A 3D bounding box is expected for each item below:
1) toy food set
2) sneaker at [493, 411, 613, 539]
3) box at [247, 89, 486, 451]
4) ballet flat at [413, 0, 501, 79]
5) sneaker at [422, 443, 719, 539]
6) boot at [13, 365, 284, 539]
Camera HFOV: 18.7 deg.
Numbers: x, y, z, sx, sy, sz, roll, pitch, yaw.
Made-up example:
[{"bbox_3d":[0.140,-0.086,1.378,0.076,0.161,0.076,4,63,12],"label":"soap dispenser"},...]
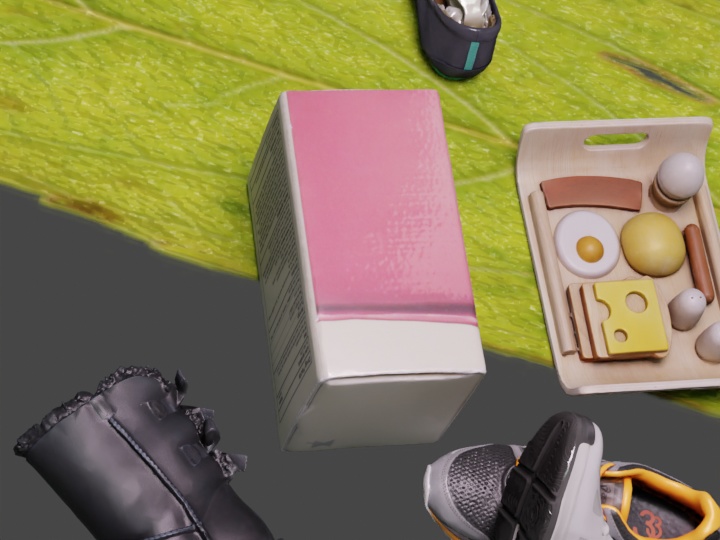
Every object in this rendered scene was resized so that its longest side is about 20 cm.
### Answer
[{"bbox_3d":[0.194,-0.010,1.489,0.143,0.060,0.201,-3,65,-15],"label":"toy food set"},{"bbox_3d":[0.143,0.187,1.343,0.115,0.076,0.202,9,102,-17],"label":"sneaker"},{"bbox_3d":[0.000,0.000,1.398,0.108,0.128,0.201,-2,66,-15],"label":"box"},{"bbox_3d":[0.059,-0.234,1.559,0.073,0.073,0.201,-6,66,-16],"label":"ballet flat"},{"bbox_3d":[0.138,0.147,1.392,0.199,0.077,0.079,10,64,-7],"label":"sneaker"},{"bbox_3d":[-0.149,0.158,1.318,0.198,0.073,0.163,-31,77,-31],"label":"boot"}]
